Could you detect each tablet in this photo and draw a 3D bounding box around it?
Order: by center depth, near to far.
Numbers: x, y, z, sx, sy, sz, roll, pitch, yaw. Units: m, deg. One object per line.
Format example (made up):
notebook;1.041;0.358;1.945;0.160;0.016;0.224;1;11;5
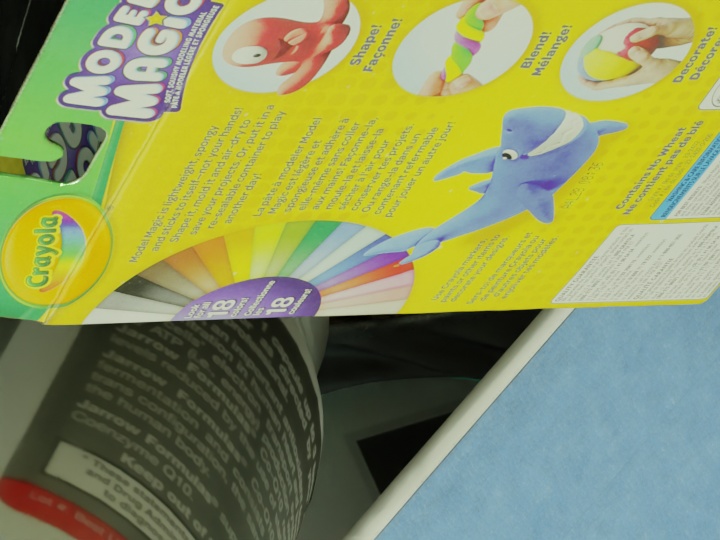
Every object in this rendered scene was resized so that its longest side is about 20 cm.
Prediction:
tablet;0.041;0.087;0.781;0.014;0.200;0.130;25;157;46

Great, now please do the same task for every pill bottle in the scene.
pill bottle;-0.071;0.055;0.712;0.113;0.200;0.115;5;119;9

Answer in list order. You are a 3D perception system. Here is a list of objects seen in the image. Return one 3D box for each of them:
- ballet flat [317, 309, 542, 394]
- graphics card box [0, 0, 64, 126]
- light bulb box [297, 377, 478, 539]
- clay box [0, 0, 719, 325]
ballet flat;0.000;0.000;0.824;0.199;0.073;0.073;-2;152;8
graphics card box;0.014;-0.060;0.683;0.199;0.051;0.126;-9;153;-22
light bulb box;0.001;0.122;0.920;0.197;0.125;0.200;-16;155;-21
clay box;0.012;-0.039;0.611;0.199;0.048;0.115;0;145;-30
